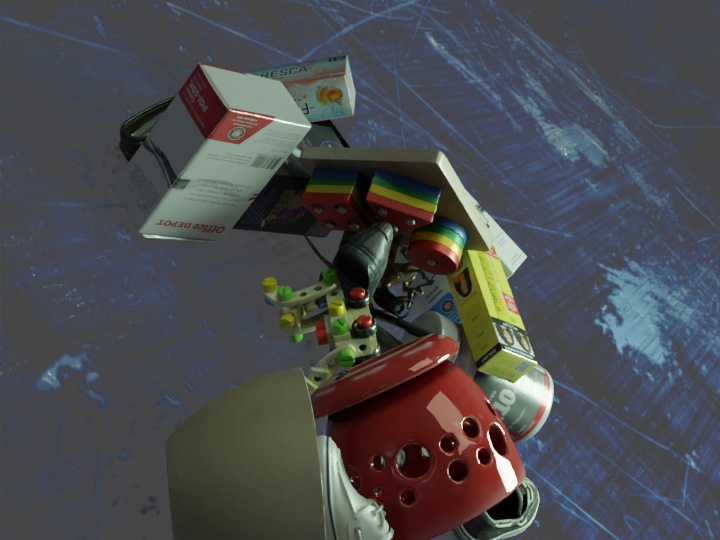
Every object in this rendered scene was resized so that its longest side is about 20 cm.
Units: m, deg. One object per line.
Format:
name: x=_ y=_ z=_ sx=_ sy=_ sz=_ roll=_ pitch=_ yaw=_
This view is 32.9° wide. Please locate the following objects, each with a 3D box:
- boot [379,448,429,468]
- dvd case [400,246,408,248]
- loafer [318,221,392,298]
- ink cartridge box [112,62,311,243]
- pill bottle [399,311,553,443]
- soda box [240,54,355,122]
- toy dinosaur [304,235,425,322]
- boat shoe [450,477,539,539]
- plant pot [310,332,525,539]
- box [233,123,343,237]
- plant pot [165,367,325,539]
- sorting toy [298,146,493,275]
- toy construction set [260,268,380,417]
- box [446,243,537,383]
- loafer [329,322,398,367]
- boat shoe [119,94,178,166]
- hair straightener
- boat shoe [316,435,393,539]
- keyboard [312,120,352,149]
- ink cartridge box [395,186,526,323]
boot: x=0.070 y=0.204 z=1.480 sx=0.130 sy=0.068 sz=0.201 roll=33 pitch=29 yaw=-11
dvd case: x=0.062 y=-0.070 z=1.636 sx=0.147 sy=0.016 sz=0.200 roll=13 pitch=-18 yaw=15
loafer: x=0.000 y=0.000 z=1.525 sx=0.073 sy=0.200 sz=0.072 roll=42 pitch=69 yaw=0
ink cartridge box: x=-0.177 y=-0.134 z=1.437 sx=0.146 sy=0.200 sz=0.083 roll=3 pitch=45 yaw=-52
pill bottle: x=0.150 y=0.141 z=1.613 sx=0.199 sy=0.114 sz=0.115 roll=30 pitch=32 yaw=-27
soda box: x=-0.108 y=-0.241 z=1.682 sx=0.069 sy=0.197 sz=0.064 roll=-86 pitch=166 yaw=-55
toy dinosaur: x=0.022 y=0.010 z=1.667 sx=0.197 sy=0.061 sz=0.107 roll=-1 pitch=56 yaw=-13
boat shoe: x=0.183 y=0.292 z=1.514 sx=0.071 sy=0.064 sz=0.199 roll=53 pitch=29 yaw=13
plant pot: x=0.053 y=0.177 z=1.301 sx=0.200 sy=0.199 sz=0.184 roll=-19 pitch=84 yaw=-60
box: x=-0.106 y=-0.127 z=1.621 sx=0.199 sy=0.106 sz=0.123 roll=5 pitch=46 yaw=-51
plant pot: x=-0.112 y=0.198 z=1.135 sx=0.132 sy=0.202 sz=0.202 roll=-5 pitch=46 yaw=-10
sorting toy: x=0.040 y=-0.067 z=1.531 sx=0.200 sy=0.197 sz=0.070 roll=52 pitch=51 yaw=-50
toy construction set: x=-0.046 y=0.075 z=1.430 sx=0.093 sy=0.129 sz=0.201 roll=82 pitch=-3 yaw=-46
box: x=0.163 y=0.045 z=1.577 sx=0.075 sy=0.050 sz=0.202 roll=22 pitch=38 yaw=-37
loafer: x=0.039 y=0.134 z=1.492 sx=0.199 sy=0.071 sz=0.073 roll=36 pitch=-24 yaw=34
boat shoe: x=-0.206 y=-0.191 z=1.499 sx=0.198 sy=0.061 sz=0.074 roll=-25 pitch=60 yaw=-16
hair straightener: x=0.051 y=0.059 z=1.570 sx=0.041 sy=0.077 sz=0.199 roll=34 pitch=-1 yaw=-39
boat shoe: x=-0.003 y=0.253 z=1.199 sx=0.071 sy=0.069 sz=0.203 roll=-71 pitch=150 yaw=-75
keyboard: x=-0.055 y=-0.146 z=1.729 sx=0.039 sy=0.104 sz=0.201 roll=-23 pitch=73 yaw=-50
ink cartridge box: x=0.117 y=-0.037 z=1.767 sx=0.200 sy=0.146 sz=0.084 roll=46 pitch=28 yaw=3
